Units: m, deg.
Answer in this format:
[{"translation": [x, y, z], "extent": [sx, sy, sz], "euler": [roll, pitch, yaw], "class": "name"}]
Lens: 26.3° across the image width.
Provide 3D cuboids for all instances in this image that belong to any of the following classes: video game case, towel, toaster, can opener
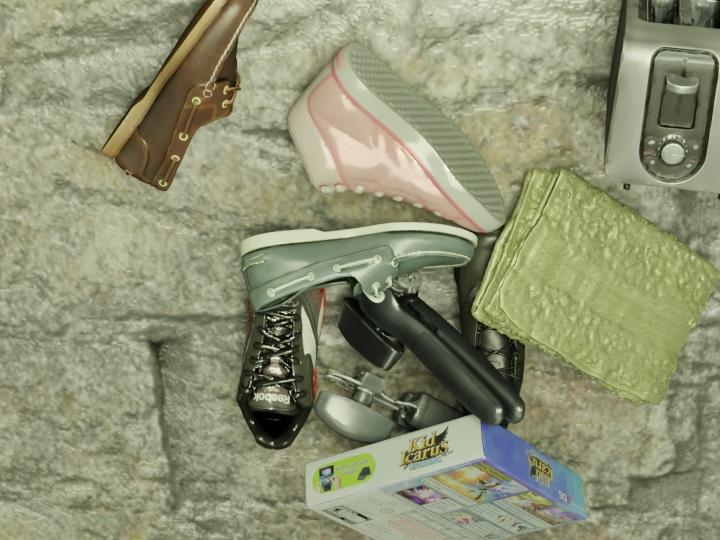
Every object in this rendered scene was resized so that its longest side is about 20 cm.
[{"translation": [0.079, 0.197, 1.374], "extent": [0.180, 0.046, 0.200], "euler": [-19, 148, 27], "class": "video game case"}, {"translation": [0.200, 0.014, 1.301], "extent": [0.199, 0.036, 0.150], "euler": [27, 88, -16], "class": "towel"}, {"translation": [0.279, -0.142, 1.162], "extent": [0.179, 0.201, 0.120], "euler": [8, 119, 7], "class": "toaster"}, {"translation": [0.048, 0.145, 1.389], "extent": [0.199, 0.053, 0.067], "euler": [28, 77, -18], "class": "can opener"}, {"translation": [0.064, 0.065, 1.297], "extent": [0.199, 0.063, 0.079], "euler": [37, 124, 32], "class": "can opener"}]

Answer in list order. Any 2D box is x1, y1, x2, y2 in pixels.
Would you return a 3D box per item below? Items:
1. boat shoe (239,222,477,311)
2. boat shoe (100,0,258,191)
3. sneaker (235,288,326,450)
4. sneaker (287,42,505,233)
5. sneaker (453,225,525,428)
[{"translation": [0.000, 0.000, 1.274], "extent": [0.197, 0.063, 0.073], "euler": [-3, 164, -4], "class": "boat shoe"}, {"translation": [-0.132, -0.148, 1.236], "extent": [0.070, 0.071, 0.200], "euler": [35, 124, -9], "class": "boat shoe"}, {"translation": [-0.069, 0.071, 1.344], "extent": [0.070, 0.098, 0.202], "euler": [5, 119, 1], "class": "sneaker"}, {"translation": [0.024, -0.088, 1.264], "extent": [0.104, 0.076, 0.200], "euler": [-37, 114, 28], "class": "sneaker"}, {"translation": [0.118, 0.057, 1.332], "extent": [0.075, 0.091, 0.202], "euler": [-2, 119, 5], "class": "sneaker"}]
